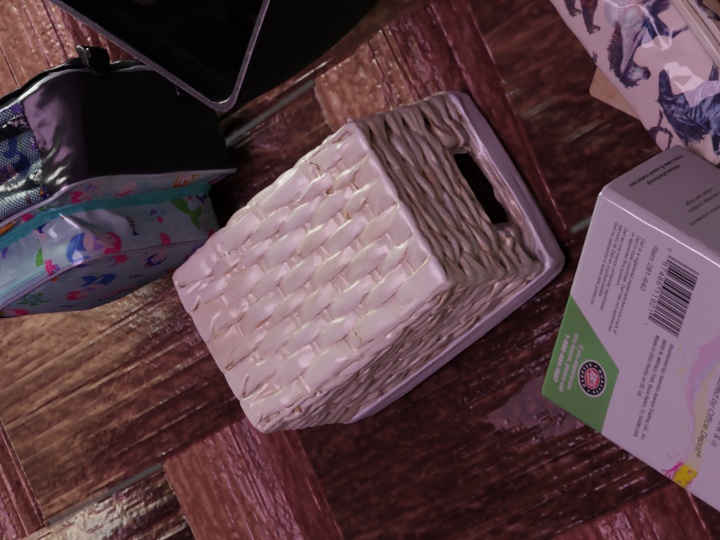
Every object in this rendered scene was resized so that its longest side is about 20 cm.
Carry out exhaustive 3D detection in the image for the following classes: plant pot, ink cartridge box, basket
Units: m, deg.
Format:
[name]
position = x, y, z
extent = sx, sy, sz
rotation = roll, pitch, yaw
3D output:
[plant pot]
position = -0.069, -0.235, 1.787
extent = 0.199, 0.177, 0.201
rotation = 33, 115, 26
[ink cartridge box]
position = 0.212, 0.048, 1.606
extent = 0.200, 0.084, 0.145
rotation = 33, 129, 26
[basket]
position = 0.000, 0.000, 1.816
extent = 0.200, 0.123, 0.136
rotation = -40, 75, 35

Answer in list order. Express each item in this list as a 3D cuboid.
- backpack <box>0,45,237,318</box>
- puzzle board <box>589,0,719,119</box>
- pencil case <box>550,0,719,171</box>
[backpack]
position = -0.195, -0.050, 1.914
extent = 0.199, 0.177, 0.151
rotation = -16, 84, 40
[puzzle board]
position = 0.225, -0.161, 1.693
extent = 0.150, 0.017, 0.201
rotation = 29, 115, 26
[pencil case]
position = 0.168, -0.142, 1.676
extent = 0.200, 0.078, 0.089
rotation = 55, 142, 13
